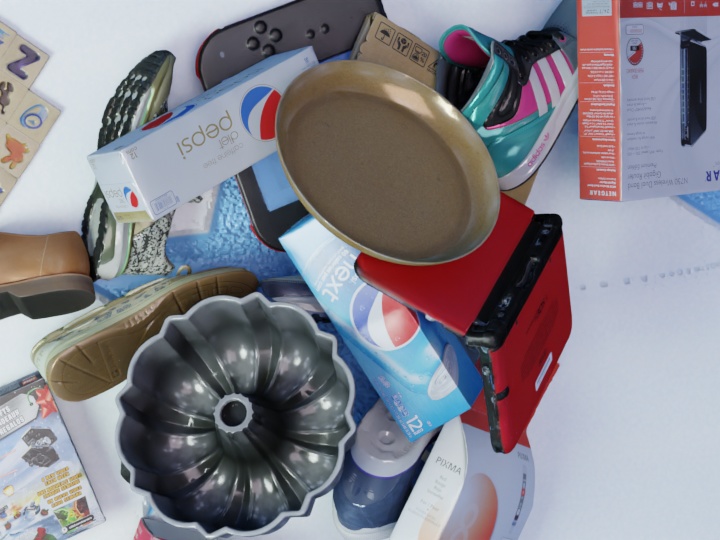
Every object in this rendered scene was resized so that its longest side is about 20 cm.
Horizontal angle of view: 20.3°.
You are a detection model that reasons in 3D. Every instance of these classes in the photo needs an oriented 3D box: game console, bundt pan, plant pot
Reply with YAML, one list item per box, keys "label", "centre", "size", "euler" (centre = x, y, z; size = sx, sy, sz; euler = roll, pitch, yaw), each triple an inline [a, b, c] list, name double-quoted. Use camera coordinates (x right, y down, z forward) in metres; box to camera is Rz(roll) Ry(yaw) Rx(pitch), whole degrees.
- label: "game console"
  centre: [0.089, 0.026, 1.650]
  size: [0.118, 0.200, 0.173]
  euler: [4, 122, 22]
- label: "bundt pan"
  centre: [-0.093, 0.125, 1.619]
  size: [0.201, 0.076, 0.203]
  euler: [-4, 70, 11]
- label: "plant pot"
  centre: [0.018, -0.082, 1.604]
  size: [0.199, 0.028, 0.201]
  euler: [16, 50, -20]
- label: "game console"
  centre: [-0.036, -0.131, 1.718]
  size: [0.176, 0.031, 0.201]
  euler: [-21, 102, -12]

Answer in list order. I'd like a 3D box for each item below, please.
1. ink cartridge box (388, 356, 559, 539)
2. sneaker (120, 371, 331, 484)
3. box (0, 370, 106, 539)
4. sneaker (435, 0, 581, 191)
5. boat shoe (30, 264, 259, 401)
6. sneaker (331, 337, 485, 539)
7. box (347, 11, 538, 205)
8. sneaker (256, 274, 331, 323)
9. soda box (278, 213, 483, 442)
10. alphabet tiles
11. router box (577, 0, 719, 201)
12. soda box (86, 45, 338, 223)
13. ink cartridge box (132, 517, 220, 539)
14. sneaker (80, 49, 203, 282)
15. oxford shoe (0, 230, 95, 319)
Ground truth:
- label: "ink cartridge box"
  centre: [0.117, 0.165, 1.737]
  size: [0.201, 0.050, 0.162]
  euler: [-62, 150, 1]
- label: "sneaker"
  centre: [-0.113, 0.116, 1.716]
  size: [0.200, 0.076, 0.116]
  euler: [-16, 59, 9]
- label: "box"
  centre: [-0.330, 0.186, 1.671]
  size: [0.199, 0.040, 0.137]
  euler: [-23, 103, -11]
- label: "sneaker"
  centre: [0.128, -0.182, 1.712]
  size: [0.121, 0.083, 0.201]
  euler: [39, 67, -28]
- label: "boat shoe"
  centre: [-0.179, 0.041, 1.675]
  size: [0.199, 0.063, 0.074]
  euler: [-21, 122, -23]
- label: "sneaker"
  centre: [0.042, 0.155, 1.758]
  size: [0.080, 0.147, 0.200]
  euler: [31, 45, 16]
- label: "box"
  centre: [0.060, -0.102, 1.720]
  size: [0.199, 0.021, 0.164]
  euler: [30, 72, -22]
- label: "sneaker"
  centre: [0.000, 0.000, 1.726]
  size: [0.199, 0.077, 0.086]
  euler: [-4, 86, -27]
- label: "soda box"
  centre: [0.019, 0.034, 1.637]
  size: [0.064, 0.068, 0.200]
  euler: [-32, 95, 20]
- label: "alphabet tiles"
  centre: [-0.350, -0.121, 1.647]
  size: [0.166, 0.006, 0.200]
  euler: [33, 87, -17]
- label: "router box"
  centre: [0.272, -0.157, 1.746]
  size: [0.199, 0.049, 0.181]
  euler: [-9, 100, -42]
- label: "soda box"
  centre: [-0.117, -0.109, 1.621]
  size: [0.200, 0.068, 0.064]
  euler: [-31, 105, -29]
- label: "ink cartridge box"
  centre: [-0.148, 0.330, 1.713]
  size: [0.147, 0.086, 0.201]
  euler: [20, 92, -17]
- label: "sneaker"
  centre: [-0.173, -0.083, 1.675]
  size: [0.088, 0.077, 0.201]
  euler: [10, 99, -28]
- label: "oxford shoe"
  centre: [-0.320, 0.005, 1.647]
  size: [0.199, 0.071, 0.072]
  euler: [-7, 68, -8]
